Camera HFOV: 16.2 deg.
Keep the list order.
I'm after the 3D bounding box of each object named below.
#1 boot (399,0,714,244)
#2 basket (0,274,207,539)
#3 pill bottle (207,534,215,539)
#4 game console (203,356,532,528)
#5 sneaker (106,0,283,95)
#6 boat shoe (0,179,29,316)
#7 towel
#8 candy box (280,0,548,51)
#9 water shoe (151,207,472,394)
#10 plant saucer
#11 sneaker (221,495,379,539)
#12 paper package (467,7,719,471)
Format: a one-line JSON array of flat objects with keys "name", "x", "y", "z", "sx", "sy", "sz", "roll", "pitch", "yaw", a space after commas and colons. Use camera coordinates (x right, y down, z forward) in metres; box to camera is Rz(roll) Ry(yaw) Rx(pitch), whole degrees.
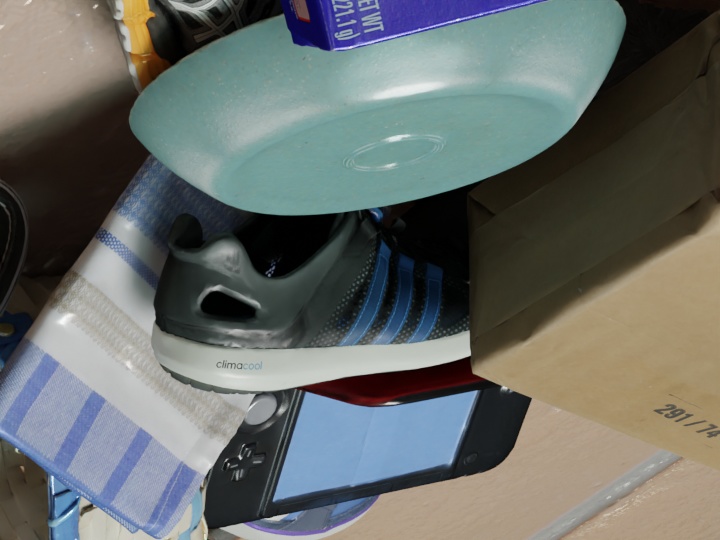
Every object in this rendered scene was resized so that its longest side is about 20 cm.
[{"name": "boot", "x": 0.067, "y": -0.052, "z": 1.176, "sx": 0.165, "sy": 0.066, "sz": 0.200, "roll": 8, "pitch": 148, "yaw": -40}, {"name": "basket", "x": -0.173, "y": 0.094, "z": 1.184, "sx": 0.200, "sy": 0.139, "sz": 0.177, "roll": -18, "pitch": 135, "yaw": -32}, {"name": "pill bottle", "x": -0.141, "y": 0.196, "z": 1.464, "sx": 0.113, "sy": 0.113, "sz": 0.200, "roll": -32, "pitch": 152, "yaw": 27}, {"name": "game console", "x": 0.038, "y": 0.078, "z": 1.240, "sx": 0.200, "sy": 0.119, "sz": 0.173, "roll": -8, "pitch": 132, "yaw": -32}, {"name": "sneaker", "x": -0.062, "y": -0.124, "z": 0.933, "sx": 0.077, "sy": 0.078, "sz": 0.200, "roll": -17, "pitch": 165, "yaw": -2}, {"name": "boat shoe", "x": -0.205, "y": 0.036, "z": 1.053, "sx": 0.200, "sy": 0.070, "sz": 0.066, "roll": -46, "pitch": -164, "yaw": -20}, {"name": "towel", "x": -0.071, "y": 0.013, "z": 1.109, "sx": 0.200, "sy": 0.024, "sz": 0.147, "roll": -55, "pitch": 143, "yaw": -8}, {"name": "candy box", "x": 0.060, "y": -0.173, "z": 0.800, "sx": 0.199, "sy": 0.170, "sz": 0.077, "roll": -15, "pitch": -169, "yaw": -9}, {"name": "water shoe", "x": 0.000, "y": 0.000, "z": 1.102, "sx": 0.200, "sy": 0.071, "sz": 0.079, "roll": -13, "pitch": 117, "yaw": -41}, {"name": "plant saucer", "x": 0.010, "y": -0.061, "z": 0.995, "sx": 0.199, "sy": 0.036, "sz": 0.200, "roll": -12, "pitch": 167, "yaw": -3}, {"name": "sneaker", "x": -0.032, "y": 0.079, "z": 1.339, "sx": 0.200, "sy": 0.081, "sz": 0.146, "roll": 13, "pitch": 145, "yaw": -38}, {"name": "paper package", "x": 0.172, "y": 0.000, "z": 1.085, "sx": 0.200, "sy": 0.104, "sz": 0.191, "roll": 20, "pitch": 147, "yaw": -27}]
